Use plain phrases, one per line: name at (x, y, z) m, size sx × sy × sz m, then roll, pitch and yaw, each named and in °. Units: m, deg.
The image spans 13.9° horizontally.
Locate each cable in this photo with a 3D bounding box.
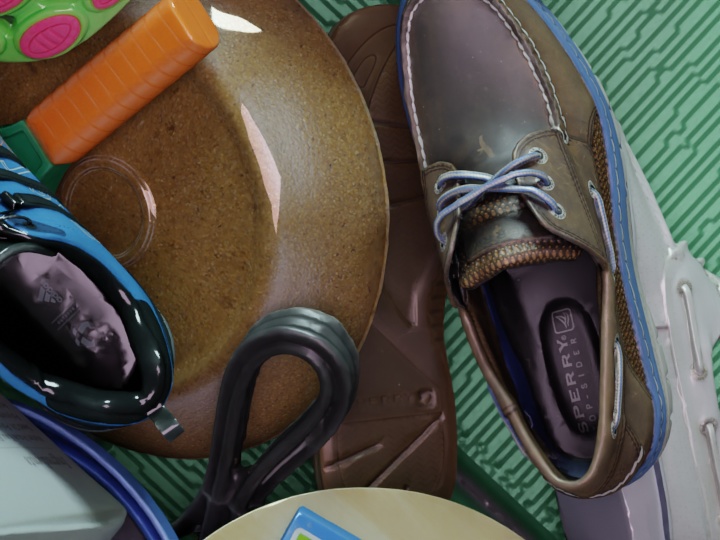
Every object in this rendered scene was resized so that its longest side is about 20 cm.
cable at (-0.046, 0.089, 1.098) m, size 0.097 × 0.050 × 0.200 m, roll 18°, pitch 121°, yaw 17°

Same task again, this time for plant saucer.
plant saucer at (-0.084, -0.024, 1.089) m, size 0.200 × 0.035 × 0.201 m, roll 7°, pitch 104°, yaw 28°

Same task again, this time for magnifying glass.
magnifying glass at (-0.126, -0.037, 1.079) m, size 0.200 × 0.022 × 0.080 m, roll -36°, pitch 82°, yaw 33°

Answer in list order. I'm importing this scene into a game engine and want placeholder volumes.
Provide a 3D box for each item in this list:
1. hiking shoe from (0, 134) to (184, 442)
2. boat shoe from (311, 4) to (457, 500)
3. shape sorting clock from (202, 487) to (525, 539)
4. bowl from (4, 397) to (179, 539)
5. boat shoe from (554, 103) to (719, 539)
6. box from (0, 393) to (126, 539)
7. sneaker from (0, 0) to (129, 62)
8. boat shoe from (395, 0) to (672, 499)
hiking shoe at (-0.136, -0.020, 1.009) m, size 0.200 × 0.087 × 0.074 m, roll 39°, pitch 83°, yaw -13°
boat shoe at (0.000, 0.000, 1.120) m, size 0.073 × 0.063 × 0.201 m, roll 3°, pitch 92°, yaw -17°
shape sorting clock at (0.003, 0.176, 1.034) m, size 0.199 × 0.039 × 0.201 m, roll 4°, pitch 72°, yaw -13°
bowl at (-0.148, 0.144, 1.082) m, size 0.200 × 0.039 × 0.201 m, roll 0°, pitch 88°, yaw 13°
boat shoe at (0.106, 0.021, 1.127) m, size 0.070 × 0.071 × 0.201 m, roll -11°, pitch 88°, yaw -26°
box at (-0.210, 0.116, 0.975) m, size 0.131 × 0.200 × 0.199 m, roll 41°, pitch 97°, yaw 12°
sneaker at (-0.156, -0.118, 1.075) m, size 0.200 × 0.084 × 0.077 m, roll -5°, pitch 136°, yaw 35°
boat shoe at (0.061, -0.016, 1.051) m, size 0.072 × 0.072 × 0.200 m, roll -22°, pitch 91°, yaw 17°
